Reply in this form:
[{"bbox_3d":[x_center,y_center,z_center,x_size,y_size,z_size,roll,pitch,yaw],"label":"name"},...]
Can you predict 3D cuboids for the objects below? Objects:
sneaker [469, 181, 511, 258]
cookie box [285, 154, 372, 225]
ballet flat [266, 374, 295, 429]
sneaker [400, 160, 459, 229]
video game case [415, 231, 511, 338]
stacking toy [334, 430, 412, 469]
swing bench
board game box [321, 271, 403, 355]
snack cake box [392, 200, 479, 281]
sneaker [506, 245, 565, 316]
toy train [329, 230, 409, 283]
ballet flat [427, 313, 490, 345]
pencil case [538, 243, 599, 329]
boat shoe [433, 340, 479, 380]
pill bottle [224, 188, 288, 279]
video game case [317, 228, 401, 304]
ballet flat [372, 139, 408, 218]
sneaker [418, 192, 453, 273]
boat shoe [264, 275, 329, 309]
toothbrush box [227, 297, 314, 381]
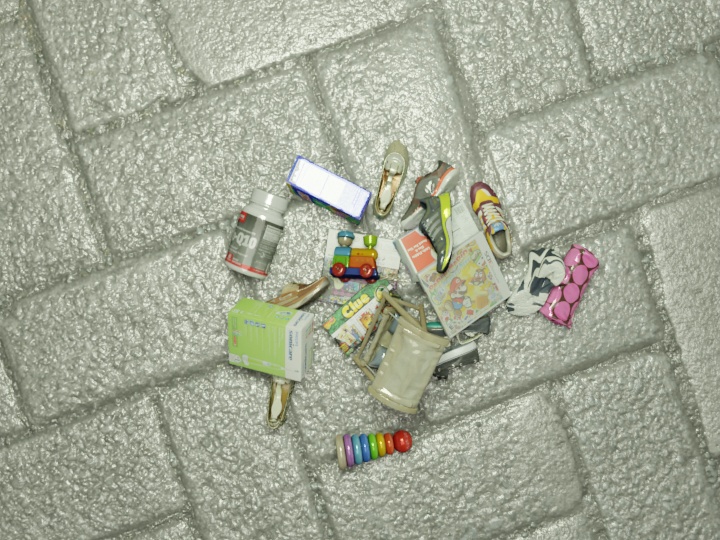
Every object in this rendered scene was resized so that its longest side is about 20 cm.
[{"bbox_3d":[0.332,-0.128,1.679,0.074,0.090,0.204,-23,93,1],"label":"sneaker"},{"bbox_3d":[-0.076,-0.191,1.634,0.197,0.171,0.077,27,89,-1],"label":"cookie box"},{"bbox_3d":[-0.202,0.303,1.699,0.066,0.075,0.205,9,92,0],"label":"ballet flat"},{"bbox_3d":[0.162,-0.192,1.697,0.200,0.077,0.082,-47,65,1],"label":"sneaker"},{"bbox_3d":[0.255,0.035,1.648,0.198,0.023,0.185,-32,105,-11],"label":"video game case"},{"bbox_3d":[0.036,0.445,1.708,0.195,0.085,0.088,-9,92,-4],"label":"stacking toy"},{"bbox_3d":[0.092,0.193,1.602,0.127,0.201,0.203,17,107,-21],"label":"swing bench"},{"bbox_3d":[0.009,0.108,1.688,0.199,0.023,0.105,-41,93,4],"label":"board game box"},{"bbox_3d":[0.193,-0.071,1.673,0.197,0.067,0.117,-30,94,-11],"label":"snack cake box"},{"bbox_3d":[0.441,0.017,1.697,0.078,0.131,0.201,26,130,-2],"label":"sneaker"},{"bbox_3d":[0.027,-0.033,1.638,0.195,0.085,0.119,2,78,13],"label":"toy train"},{"bbox_3d":[0.236,0.156,1.702,0.195,0.073,0.075,-10,92,-2],"label":"ballet flat"},{"bbox_3d":[0.528,0.040,1.690,0.092,0.091,0.203,27,90,12],"label":"pencil case"},{"bbox_3d":[0.211,0.243,1.709,0.196,0.070,0.068,-22,91,-7],"label":"boat shoe"},{"bbox_3d":[-0.254,-0.092,1.663,0.111,0.114,0.204,19,92,-1],"label":"pill bottle"},{"bbox_3d":[0.000,0.000,1.708,0.195,0.036,0.186,9,92,-1],"label":"video game case"},{"bbox_3d":[0.079,-0.228,1.687,0.066,0.062,0.205,13,92,-1],"label":"ballet flat"},{"bbox_3d":[0.178,-0.087,1.599,0.079,0.074,0.205,-2,66,4],"label":"sneaker"},{"bbox_3d":[-0.167,0.063,1.677,0.198,0.076,0.073,-32,82,15],"label":"boat shoe"},{"bbox_3d":[-0.218,0.167,1.641,0.195,0.086,0.149,12,117,17],"label":"toothbrush box"}]
